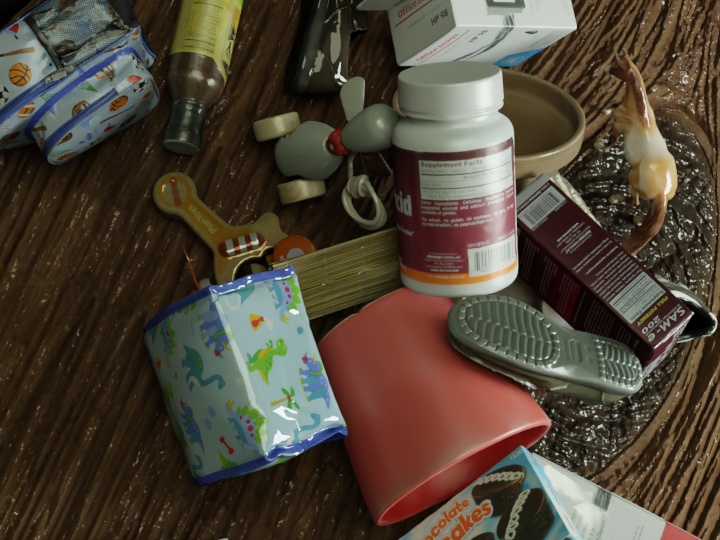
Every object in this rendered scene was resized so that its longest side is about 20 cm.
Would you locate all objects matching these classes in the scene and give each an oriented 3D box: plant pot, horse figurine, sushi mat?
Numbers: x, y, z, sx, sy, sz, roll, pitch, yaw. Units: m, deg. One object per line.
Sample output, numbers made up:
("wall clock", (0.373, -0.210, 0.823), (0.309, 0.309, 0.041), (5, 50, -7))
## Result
("plant pot", (0.128, -0.128, 1.491), (0.200, 0.093, 0.201), (3, 35, -2))
("horse figurine", (0.292, -0.121, 1.527), (0.050, 0.133, 0.201), (-10, 80, -15))
("sushi mat", (0.000, 0.000, 1.414), (0.199, 0.096, 0.012), (-17, 47, -23))
("plant pot", (0.057, 0.122, 1.393), (0.200, 0.201, 0.178), (-25, 72, -17))

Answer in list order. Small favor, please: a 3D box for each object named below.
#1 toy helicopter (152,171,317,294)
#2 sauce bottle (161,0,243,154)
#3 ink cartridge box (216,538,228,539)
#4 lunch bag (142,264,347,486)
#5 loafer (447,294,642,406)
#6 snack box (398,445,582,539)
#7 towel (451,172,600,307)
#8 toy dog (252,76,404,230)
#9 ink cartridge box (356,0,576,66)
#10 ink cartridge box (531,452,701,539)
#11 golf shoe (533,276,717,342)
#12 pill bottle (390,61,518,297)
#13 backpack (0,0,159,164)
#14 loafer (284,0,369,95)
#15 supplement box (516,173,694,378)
("toy helicopter", (-0.140, -0.017, 1.446), (0.200, 0.079, 0.132), (43, 80, 11))
("sauce bottle", (-0.166, -0.218, 1.484), (0.064, 0.065, 0.201), (13, 76, -9))
("ink cartridge box", (-0.209, 0.338, 1.324), (0.199, 0.084, 0.145), (-10, 80, -15))
("lunch bag", (-0.123, 0.106, 1.345), (0.127, 0.200, 0.171), (-13, 82, -42))
("loafer", (0.164, 0.085, 1.337), (0.199, 0.070, 0.075), (21, 47, -15))
("snack box", (0.104, 0.270, 1.359), (0.200, 0.116, 0.037), (-40, 131, 11))
("towel", (0.165, -0.013, 1.524), (0.200, 0.034, 0.133), (-34, 85, -17))
("toy dog", (-0.016, -0.126, 1.446), (0.096, 0.200, 0.133), (-24, 118, -39))
("ink cartridge box", (0.109, -0.262, 1.502), (0.199, 0.116, 0.067), (-5, 79, -32))
("ink cartridge box", (0.216, 0.292, 1.433), (0.199, 0.083, 0.147), (28, 72, -5))
("golf shoe", (0.276, 0.037, 1.485), (0.199, 0.094, 0.078), (2, 102, -21))
("pill bottle", (0.087, -0.086, 1.337), (0.114, 0.114, 0.201), (-9, 110, -15))
("backpack", (-0.293, -0.188, 1.392), (0.190, 0.200, 0.155), (-27, 82, -5))
("loafer", (-0.025, -0.272, 1.531), (0.071, 0.073, 0.201), (18, 78, -18))
("supplement box", (0.223, 0.010, 1.407), (0.061, 0.109, 0.200), (-40, 73, -16))
